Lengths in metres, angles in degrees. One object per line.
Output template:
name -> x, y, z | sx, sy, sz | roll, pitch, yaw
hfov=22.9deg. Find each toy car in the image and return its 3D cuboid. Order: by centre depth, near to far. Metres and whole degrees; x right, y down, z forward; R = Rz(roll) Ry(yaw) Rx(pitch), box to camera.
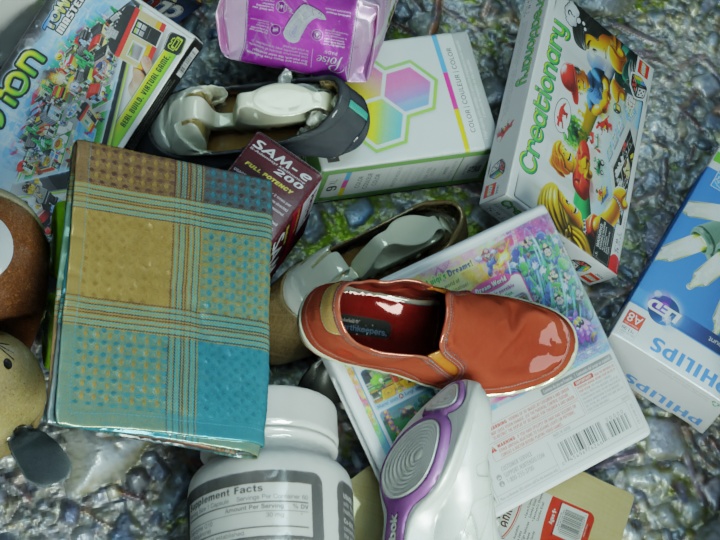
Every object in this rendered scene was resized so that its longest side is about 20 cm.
toy car -> -0.247, 0.059, 1.139 | 0.163, 0.159, 0.201 | 1, 41, -15

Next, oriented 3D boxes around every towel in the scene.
towel -> -0.126, 0.018, 1.151 | 0.146, 0.022, 0.201 | 12, 62, -22

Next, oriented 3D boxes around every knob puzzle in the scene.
knob puzzle -> 0.073, 0.199, 1.239 | 0.218, 0.030, 0.221 | 5, 64, -10

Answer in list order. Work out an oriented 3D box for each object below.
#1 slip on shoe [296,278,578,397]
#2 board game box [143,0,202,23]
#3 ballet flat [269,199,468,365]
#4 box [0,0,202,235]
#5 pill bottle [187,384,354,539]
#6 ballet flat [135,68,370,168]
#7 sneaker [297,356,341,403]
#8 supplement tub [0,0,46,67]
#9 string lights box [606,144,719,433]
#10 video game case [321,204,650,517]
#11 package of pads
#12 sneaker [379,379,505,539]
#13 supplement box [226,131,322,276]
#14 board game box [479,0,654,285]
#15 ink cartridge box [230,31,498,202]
slip on shoe -> 0.058, 0.042, 1.197 | 0.199, 0.061, 0.075 | 10, 75, -17
board game box -> -0.201, -0.300, 1.384 | 0.135, 0.034, 0.201 | 17, 50, -52
ballet flat -> 0.000, 0.000, 1.299 | 0.199, 0.072, 0.068 | -26, 70, -22
box -> -0.214, -0.110, 1.279 | 0.110, 0.035, 0.201 | 33, 90, 6
pill bottle -> -0.058, 0.185, 1.170 | 0.112, 0.113, 0.201 | 3, 63, -11
ballet flat -> -0.093, -0.112, 1.299 | 0.198, 0.073, 0.074 | -3, 62, 12
sneaker -> 0.053, 0.067, 1.276 | 0.199, 0.074, 0.089 | -22, 68, -21
supplement tub -> -0.318, -0.258, 1.319 | 0.144, 0.145, 0.201 | -14, 67, -18
string lights box -> 0.268, 0.012, 1.359 | 0.102, 0.059, 0.200 | 31, 61, 5
video game case -> 0.084, 0.074, 1.244 | 0.199, 0.024, 0.183 | -25, 88, -20
package of pads -> -0.031, -0.222, 1.358 | 0.120, 0.076, 0.200 | 11, 32, 4
sneaker -> 0.060, 0.174, 1.179 | 0.099, 0.075, 0.201 | 20, 77, -32
supplement box -> -0.109, 0.012, 1.244 | 0.061, 0.109, 0.201 | 33, 65, 4
board game box -> 0.162, -0.106, 1.379 | 0.126, 0.035, 0.201 | 33, 57, -30
ink cartridge box -> -0.002, -0.115, 1.364 | 0.198, 0.059, 0.105 | -8, 67, -16
